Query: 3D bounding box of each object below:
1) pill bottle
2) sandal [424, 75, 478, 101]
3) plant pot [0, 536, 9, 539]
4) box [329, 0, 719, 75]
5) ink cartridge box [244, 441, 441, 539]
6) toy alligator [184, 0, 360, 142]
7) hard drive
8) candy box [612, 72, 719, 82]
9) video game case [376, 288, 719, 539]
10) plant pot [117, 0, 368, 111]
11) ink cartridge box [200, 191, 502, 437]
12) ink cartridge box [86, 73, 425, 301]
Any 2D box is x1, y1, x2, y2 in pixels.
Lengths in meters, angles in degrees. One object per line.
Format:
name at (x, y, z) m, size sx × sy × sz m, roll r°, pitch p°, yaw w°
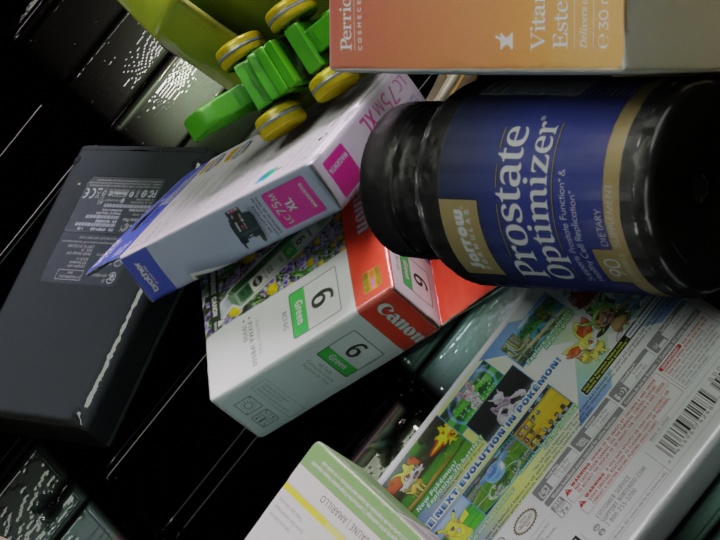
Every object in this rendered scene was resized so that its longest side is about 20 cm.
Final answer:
pill bottle at (0.100, -0.045, 1.399) m, size 0.200 × 0.112 × 0.112 m, roll 3°, pitch 62°, yaw 42°
sandal at (0.059, -0.169, 1.543) m, size 0.080 × 0.054 × 0.200 m, roll 134°, pitch 153°, yaw -79°
plant pot at (-0.299, 0.201, 1.560) m, size 0.187 × 0.200 × 0.187 m, roll -26°, pitch 43°, yaw 28°
box at (0.089, -0.175, 1.372) m, size 0.200 × 0.106 × 0.152 m, roll 3°, pitch 96°, yaw 43°
ink cartridge box at (-0.032, 0.207, 1.397) m, size 0.200 × 0.048 × 0.146 m, roll -54°, pitch 38°, yaw 2°
toy alligator at (-0.017, -0.133, 1.551) m, size 0.200 × 0.054 × 0.059 m, roll -35°, pitch 82°, yaw 23°
hard drive at (-0.170, 0.013, 1.720) m, size 0.140 × 0.033 × 0.200 m, roll 4°, pitch 63°, yaw 46°
candy box at (0.192, -0.189, 1.386) m, size 0.115 × 0.055 × 0.200 m, roll 9°, pitch 100°, yaw 47°
video game case at (0.107, 0.089, 1.392) m, size 0.200 × 0.022 × 0.182 m, roll -52°, pitch 38°, yaw 0°
plant pot at (-0.051, -0.205, 1.654) m, size 0.182 × 0.199 × 0.200 m, roll -52°, pitch 37°, yaw 7°
ink cartridge box at (0.000, 0.000, 1.546) m, size 0.200 × 0.050 × 0.109 m, roll -33°, pitch 40°, yaw 23°
ink cartridge box at (-0.062, -0.046, 1.586) m, size 0.200 × 0.042 × 0.119 m, roll -22°, pitch 19°, yaw 40°
